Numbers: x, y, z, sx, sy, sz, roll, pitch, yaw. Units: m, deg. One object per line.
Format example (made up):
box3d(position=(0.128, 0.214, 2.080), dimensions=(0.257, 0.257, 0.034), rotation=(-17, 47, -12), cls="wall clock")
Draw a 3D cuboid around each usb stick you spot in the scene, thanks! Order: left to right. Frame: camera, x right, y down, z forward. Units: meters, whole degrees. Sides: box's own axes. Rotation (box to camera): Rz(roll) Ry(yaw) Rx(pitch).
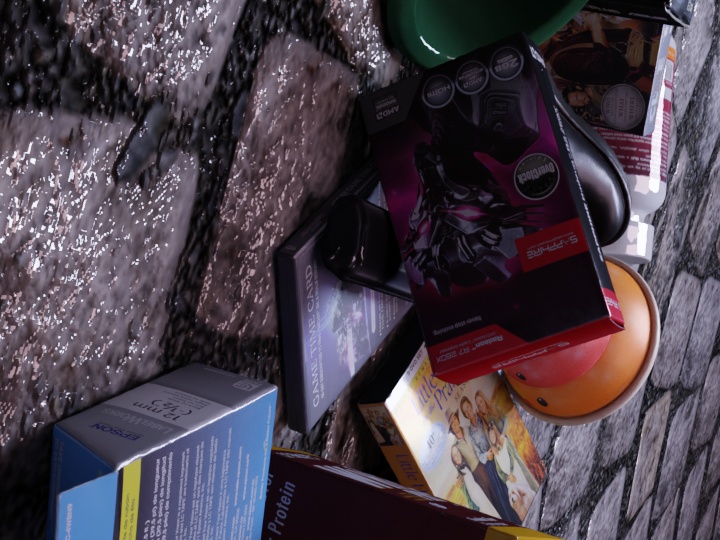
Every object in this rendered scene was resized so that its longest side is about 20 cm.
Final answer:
box3d(position=(0.024, -0.010, 1.040), dimensions=(0.200, 0.032, 0.056), rotation=(19, 76, -67), cls="usb stick")

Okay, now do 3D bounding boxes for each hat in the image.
box3d(position=(0.077, -0.268, 1.063), dimensions=(0.199, 0.177, 0.166), rotation=(-34, 146, 10), cls="hat")

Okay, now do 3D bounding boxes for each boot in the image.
box3d(position=(0.124, -0.064, 1.129), dimensions=(0.211, 0.079, 0.158), rotation=(49, 35, -21), cls="boot")

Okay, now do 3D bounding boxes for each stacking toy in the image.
box3d(position=(0.133, 0.028, 1.174), dimensions=(0.200, 0.145, 0.147), rotation=(31, 74, -48), cls="stacking toy")

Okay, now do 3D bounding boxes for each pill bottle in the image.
box3d(position=(0.221, -0.111, 1.337), dimensions=(0.109, 0.108, 0.202), rotation=(16, 78, -67), cls="pill bottle")

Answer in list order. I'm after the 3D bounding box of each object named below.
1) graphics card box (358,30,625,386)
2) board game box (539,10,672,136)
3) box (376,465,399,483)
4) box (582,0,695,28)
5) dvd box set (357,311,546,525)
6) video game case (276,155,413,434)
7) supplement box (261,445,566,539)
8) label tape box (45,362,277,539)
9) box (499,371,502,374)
box3d(position=(0.084, -0.040, 0.981), dimensions=(0.051, 0.124, 0.202), rotation=(20, 53, -65), cls="graphics card box")
box3d(position=(0.185, -0.220, 1.199), dimensions=(0.035, 0.134, 0.202), rotation=(-22, 122, -62), cls="board game box")
box3d(position=(0.013, 0.259, 1.223), dimensions=(0.163, 0.021, 0.202), rotation=(-29, 128, -63), cls="box")
box3d(position=(0.182, -0.296, 1.111), dimensions=(0.086, 0.162, 0.202), rotation=(3, 101, -67), cls="box")
box3d(position=(0.079, 0.135, 1.197), dimensions=(0.147, 0.029, 0.201), rotation=(-54, 126, -44), cls="dvd box set")
box3d(position=(0.000, 0.000, 1.052), dimensions=(0.200, 0.019, 0.144), rotation=(-47, 144, -47), cls="video game case")
box3d(position=(0.001, 0.235, 0.958), dimensions=(0.133, 0.198, 0.199), rotation=(26, 80, -66), cls="supplement box")
box3d(position=(-0.124, 0.145, 0.796), dimensions=(0.200, 0.066, 0.145), rotation=(-20, 121, -60), cls="label tape box")
box3d(position=(0.119, -0.019, 1.284), dimensions=(0.137, 0.040, 0.201), rotation=(-57, 151, -39), cls="box")
